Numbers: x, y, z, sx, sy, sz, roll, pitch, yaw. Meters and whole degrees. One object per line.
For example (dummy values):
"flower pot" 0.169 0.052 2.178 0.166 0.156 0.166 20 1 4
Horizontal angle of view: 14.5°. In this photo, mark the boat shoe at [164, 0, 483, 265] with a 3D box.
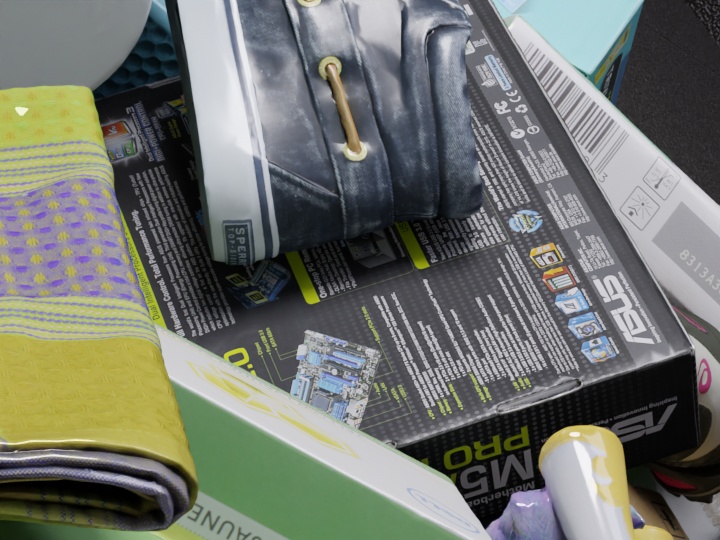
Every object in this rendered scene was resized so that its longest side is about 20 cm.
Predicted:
"boat shoe" -0.018 -0.097 0.919 0.071 0.091 0.201 97 -16 -66

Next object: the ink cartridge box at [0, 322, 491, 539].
"ink cartridge box" -0.034 0.058 0.722 0.145 0.048 0.200 29 2 -8

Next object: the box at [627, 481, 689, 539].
"box" 0.118 0.155 0.973 0.200 0.021 0.163 60 18 23

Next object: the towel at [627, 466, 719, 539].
"towel" 0.156 0.034 1.199 0.031 0.200 0.149 27 23 -23

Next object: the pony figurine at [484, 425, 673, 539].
"pony figurine" 0.101 0.135 0.728 0.192 0.167 0.200 3 46 -22

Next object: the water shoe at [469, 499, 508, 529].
"water shoe" 0.097 0.124 0.860 0.200 0.079 0.071 52 9 25

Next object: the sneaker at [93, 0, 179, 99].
"sneaker" -0.060 -0.076 1.088 0.200 0.079 0.131 45 16 -26

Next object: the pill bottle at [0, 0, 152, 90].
"pill bottle" -0.133 -0.139 0.944 0.113 0.113 0.200 40 16 -33

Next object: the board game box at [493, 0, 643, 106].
"board game box" 0.016 -0.114 1.205 0.200 0.047 0.151 32 -22 11

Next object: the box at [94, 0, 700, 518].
"box" 0.000 0.000 0.917 0.200 0.160 0.044 -116 -169 -46

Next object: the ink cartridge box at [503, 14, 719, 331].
"ink cartridge box" 0.071 -0.025 1.191 0.161 0.050 0.200 42 -15 -14

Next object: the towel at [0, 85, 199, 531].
"towel" -0.119 -0.001 0.681 0.143 0.023 0.200 6 29 -15

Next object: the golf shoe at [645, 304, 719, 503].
"golf shoe" 0.067 0.017 1.090 0.200 0.077 0.088 20 -17 34
